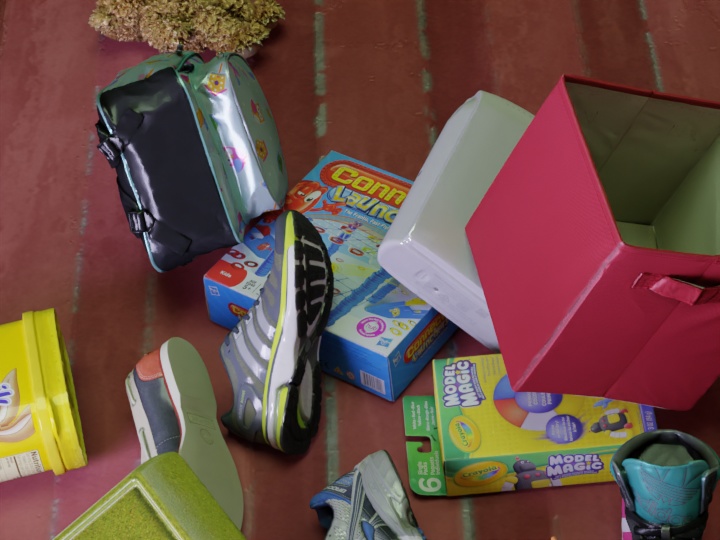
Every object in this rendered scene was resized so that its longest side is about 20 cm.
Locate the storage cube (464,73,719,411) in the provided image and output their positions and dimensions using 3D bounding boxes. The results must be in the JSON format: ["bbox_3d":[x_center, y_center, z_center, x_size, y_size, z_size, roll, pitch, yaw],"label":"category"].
[{"bbox_3d":[0.207,-0.019,1.606,0.170,0.180,0.201,7,46,-25],"label":"storage cube"}]

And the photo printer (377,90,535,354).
[{"bbox_3d":[0.121,-0.045,1.748,0.166,0.069,0.200,37,56,-12],"label":"photo printer"}]

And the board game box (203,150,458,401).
[{"bbox_3d":[0.000,0.000,1.805,0.199,0.056,0.196,22,50,27],"label":"board game box"}]

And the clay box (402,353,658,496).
[{"bbox_3d":[0.134,0.119,1.665,0.199,0.048,0.115,-5,42,0],"label":"clay box"}]

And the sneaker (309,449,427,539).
[{"bbox_3d":[0.014,0.227,1.559,0.085,0.077,0.200,-23,37,-3],"label":"sneaker"}]

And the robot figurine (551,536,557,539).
[{"bbox_3d":[0.168,0.277,1.436,0.116,0.144,0.200,-17,45,-29],"label":"robot figurine"}]

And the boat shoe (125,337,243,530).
[{"bbox_3d":[-0.146,0.149,1.658,0.062,0.071,0.201,-34,52,24],"label":"boat shoe"}]

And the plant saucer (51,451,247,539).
[{"bbox_3d":[-0.176,0.244,1.522,0.200,0.048,0.200,-40,49,-5],"label":"plant saucer"}]

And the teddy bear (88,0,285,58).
[{"bbox_3d":[-0.176,-0.264,2.105,0.199,0.067,0.145,23,48,28],"label":"teddy bear"}]

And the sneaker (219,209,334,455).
[{"bbox_3d":[-0.075,0.048,1.697,0.081,0.074,0.201,3,80,25],"label":"sneaker"}]

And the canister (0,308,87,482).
[{"bbox_3d":[-0.335,0.118,1.699,0.199,0.087,0.149,-14,43,-5],"label":"canister"}]

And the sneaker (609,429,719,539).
[{"bbox_3d":[0.226,0.193,1.520,0.083,0.121,0.201,-2,44,6],"label":"sneaker"}]

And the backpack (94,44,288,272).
[{"bbox_3d":[-0.150,-0.111,1.839,0.153,0.177,0.200,-22,14,-2],"label":"backpack"}]
